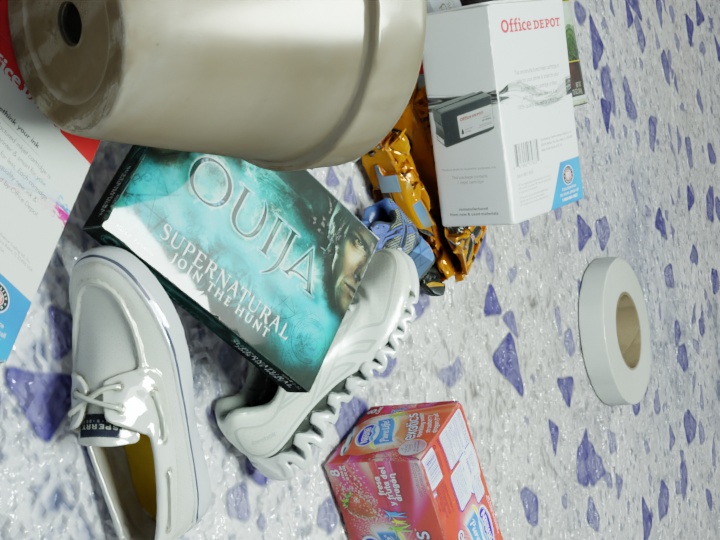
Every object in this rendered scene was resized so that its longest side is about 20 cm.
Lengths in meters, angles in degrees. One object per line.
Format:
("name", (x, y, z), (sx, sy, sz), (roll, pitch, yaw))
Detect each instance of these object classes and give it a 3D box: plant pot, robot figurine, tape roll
("plant pot", (-0.091, -0.144, 0.691), (0.173, 0.200, 0.200), (-17, 98, -42))
("robot figurine", (0.066, -0.072, 1.195), (0.200, 0.058, 0.145), (61, 39, -33))
("tape roll", (0.350, 0.083, 1.681), (0.203, 0.037, 0.203), (19, 68, -58))

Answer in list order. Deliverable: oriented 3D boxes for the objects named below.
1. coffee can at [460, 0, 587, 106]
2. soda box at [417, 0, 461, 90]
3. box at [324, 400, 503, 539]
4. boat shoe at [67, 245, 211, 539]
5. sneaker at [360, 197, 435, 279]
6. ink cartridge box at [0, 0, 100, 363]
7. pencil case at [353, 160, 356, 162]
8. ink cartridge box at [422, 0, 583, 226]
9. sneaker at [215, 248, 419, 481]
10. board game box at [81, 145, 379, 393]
("coffee can", (0.152, -0.262, 1.302), (0.146, 0.146, 0.200), (-24, 104, -59))
("soda box", (0.053, -0.255, 1.192), (0.200, 0.068, 0.064), (65, 35, -28))
("box", (0.056, 0.224, 1.071), (0.100, 0.095, 0.200), (-46, 123, -54))
("boat shoe", (-0.150, 0.086, 0.775), (0.070, 0.071, 0.200), (-40, 124, -59))
("sneaker", (0.000, 0.000, 1.065), (0.079, 0.075, 0.200), (63, 26, -15))
("ink cartridge box", (-0.220, -0.060, 0.681), (0.116, 0.067, 0.200), (52, 41, -43))
("pencil case", (-0.019, -0.181, 1.049), (0.089, 0.078, 0.200), (37, 49, -23))
("ink cartridge box", (0.135, -0.153, 1.167), (0.144, 0.084, 0.201), (-19, 105, -51))
("sneaker", (-0.030, 0.059, 0.925), (0.081, 0.075, 0.200), (42, 78, -30))
("board game box", (-0.080, -0.025, 0.843), (0.200, 0.028, 0.135), (42, 60, -33))
